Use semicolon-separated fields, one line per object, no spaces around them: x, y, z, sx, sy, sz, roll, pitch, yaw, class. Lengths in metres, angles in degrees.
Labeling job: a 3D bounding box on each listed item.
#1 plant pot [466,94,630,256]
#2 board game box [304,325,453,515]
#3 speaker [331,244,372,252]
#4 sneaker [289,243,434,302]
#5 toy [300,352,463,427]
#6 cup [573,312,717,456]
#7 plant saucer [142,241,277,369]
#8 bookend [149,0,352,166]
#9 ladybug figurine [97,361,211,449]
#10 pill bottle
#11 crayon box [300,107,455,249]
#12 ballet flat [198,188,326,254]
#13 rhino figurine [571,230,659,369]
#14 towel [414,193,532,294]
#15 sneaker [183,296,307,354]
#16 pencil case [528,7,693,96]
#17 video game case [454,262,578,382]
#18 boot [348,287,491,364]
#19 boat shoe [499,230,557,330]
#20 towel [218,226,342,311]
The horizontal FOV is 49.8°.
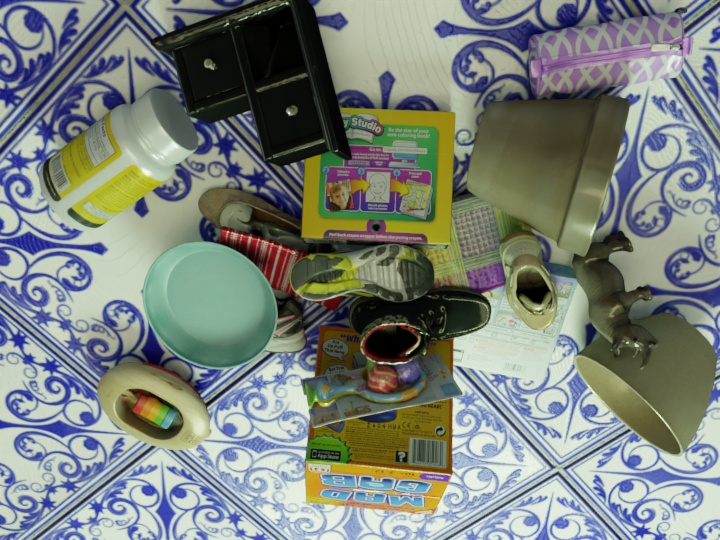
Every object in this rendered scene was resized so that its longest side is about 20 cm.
0.233;-0.137;0.998;0.171;0.200;0.203;15;119;12;plant pot
0.026;0.223;1.140;0.196;0.203;0.201;5;149;0;board game box
0.026;0.005;1.130;0.080;0.082;0.202;-23;115;14;speaker
0.000;0.000;1.031;0.196;0.085;0.076;1;94;-13;sneaker
0.022;0.139;1.015;0.196;0.115;0.048;-13;115;-8;toy
0.437;0.149;1.141;0.143;0.200;0.201;-43;111;-6;cup
-0.211;0.045;1.110;0.196;0.036;0.203;3;116;7;plant saucer
-0.133;-0.214;0.971;0.196;0.092;0.202;-14;89;11;bookend
-0.329;0.215;1.264;0.199;0.072;0.136;35;114;-14;ladybug figurine
-0.323;-0.149;1.047;0.198;0.115;0.115;-30;113;17;pill bottle
0.023;-0.123;1.031;0.196;0.058;0.176;3;85;1;crayon box
-0.141;-0.063;1.109;0.197;0.068;0.069;17;114;-6;ballet flat
0.357;0.043;1.081;0.086;0.203;0.060;-18;155;12;rhino figurine
0.145;-0.034;1.095;0.197;0.023;0.146;-16;99;1;towel
-0.180;0.072;1.190;0.196;0.080;0.088;-1;107;-6;sneaker
0.307;-0.267;0.970;0.196;0.086;0.085;-8;116;8;pencil case
0.205;0.065;1.172;0.196;0.046;0.184;11;117;-3;video game case
0.086;0.076;1.023;0.199;0.154;0.075;-2;102;-3;boot
0.234;0.032;1.062;0.071;0.066;0.201;-15;139;10;boat shoe
-0.112;0.000;1.121;0.197;0.023;0.145;18;155;-8;towel
